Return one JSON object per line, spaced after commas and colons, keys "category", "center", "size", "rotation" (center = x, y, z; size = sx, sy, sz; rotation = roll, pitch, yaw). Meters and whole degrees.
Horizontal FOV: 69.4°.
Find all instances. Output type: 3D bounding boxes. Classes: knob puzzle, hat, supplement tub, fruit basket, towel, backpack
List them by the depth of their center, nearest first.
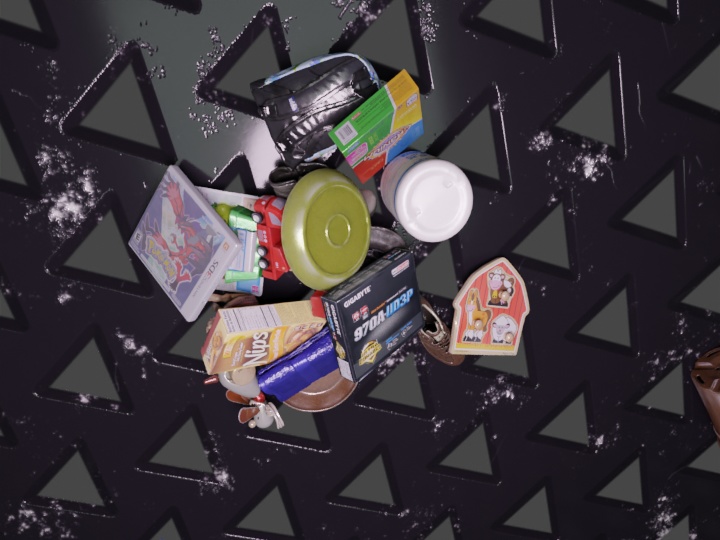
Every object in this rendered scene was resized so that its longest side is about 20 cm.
{"category": "backpack", "center": [-0.059, -0.289, 0.888], "size": [0.196, 0.154, 0.166], "rotation": [-21, 108, 23]}
{"category": "supplement tub", "center": [0.109, -0.136, 0.914], "size": [0.128, 0.200, 0.136], "rotation": [-2, 108, -7]}
{"category": "fruit basket", "center": [-0.268, -0.053, 0.948], "size": [0.194, 0.094, 0.190], "rotation": [8, 105, -6]}
{"category": "towel", "center": [-0.093, 0.170, 0.981], "size": [0.197, 0.148, 0.050], "rotation": [-30, 68, -5]}
{"category": "hat", "center": [0.000, 0.000, 1.006], "size": [0.195, 0.081, 0.206], "rotation": [-5, 110, -15]}
{"category": "knob puzzle", "center": [0.275, 0.075, 1.061], "size": [0.214, 0.030, 0.226], "rotation": [-5, 102, -23]}

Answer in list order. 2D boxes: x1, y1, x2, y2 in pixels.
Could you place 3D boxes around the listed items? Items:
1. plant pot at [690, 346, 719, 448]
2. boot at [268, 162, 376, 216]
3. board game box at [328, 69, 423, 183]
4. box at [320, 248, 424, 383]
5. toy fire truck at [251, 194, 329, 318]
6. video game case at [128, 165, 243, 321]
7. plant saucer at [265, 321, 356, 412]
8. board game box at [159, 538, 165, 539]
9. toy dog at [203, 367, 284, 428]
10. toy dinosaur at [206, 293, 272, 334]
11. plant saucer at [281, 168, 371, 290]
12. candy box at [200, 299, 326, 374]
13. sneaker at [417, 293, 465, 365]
{"category": "plant pot", "center": [0.855, 0.286, 1.152], "size": [0.199, 0.200, 0.200], "rotation": [-36, 99, 5]}
{"category": "boot", "center": [-0.060, -0.136, 0.923], "size": [0.195, 0.069, 0.132], "rotation": [-9, 151, -9]}
{"category": "board game box", "center": [0.034, -0.232, 0.878], "size": [0.152, 0.200, 0.041], "rotation": [-39, 81, 5]}
{"category": "box", "center": [0.029, 0.076, 0.924], "size": [0.198, 0.045, 0.163], "rotation": [-32, 120, -36]}
{"category": "toy fire truck", "center": [-0.111, -0.025, 0.904], "size": [0.138, 0.049, 0.204], "rotation": [13, 125, 21]}
{"category": "video game case", "center": [-0.311, -0.046, 0.908], "size": [0.200, 0.023, 0.183], "rotation": [47, 114, 16]}
{"category": "plant saucer", "center": [-0.096, 0.193, 1.073], "size": [0.195, 0.037, 0.206], "rotation": [-2, 107, -6]}
{"category": "board game box", "center": [-0.425, 0.722, 1.189], "size": [0.132, 0.035, 0.204], "rotation": [20, 103, -12]}
{"category": "toy dog", "center": [-0.243, 0.246, 1.034], "size": [0.095, 0.131, 0.204], "rotation": [-29, 100, -21]}
{"category": "toy dinosaur", "center": [-0.215, 0.082, 0.969], "size": [0.132, 0.201, 0.088], "rotation": [-1, 67, -10]}
{"category": "plant saucer", "center": [-0.045, -0.067, 0.870], "size": [0.197, 0.031, 0.206], "rotation": [-6, 98, -44]}
{"category": "candy box", "center": [-0.170, 0.115, 0.923], "size": [0.197, 0.056, 0.116], "rotation": [-5, 140, -40]}
{"category": "sneaker", "center": [0.152, 0.133, 1.065], "size": [0.070, 0.076, 0.200], "rotation": [-40, 107, 6]}
